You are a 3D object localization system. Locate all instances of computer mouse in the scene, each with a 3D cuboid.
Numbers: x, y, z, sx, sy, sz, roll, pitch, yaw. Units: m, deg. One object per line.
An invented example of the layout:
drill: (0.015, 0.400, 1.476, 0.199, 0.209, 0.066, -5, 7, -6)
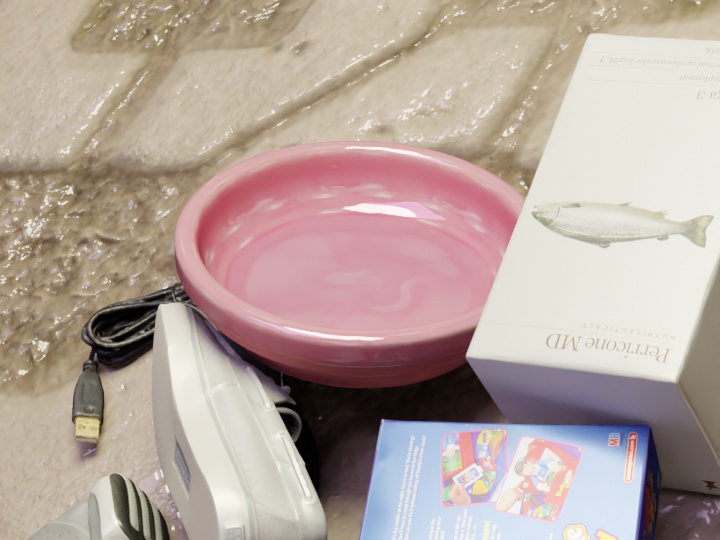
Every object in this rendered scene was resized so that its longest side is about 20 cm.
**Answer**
computer mouse: (-0.102, 0.073, 1.336, 0.140, 0.046, 0.201, -22, 48, 11)

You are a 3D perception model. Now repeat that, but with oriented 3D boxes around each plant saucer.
plant saucer: (0.000, 0.000, 1.285, 0.199, 0.051, 0.201, 2, 32, -1)

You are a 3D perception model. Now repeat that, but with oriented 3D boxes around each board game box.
board game box: (0.061, 0.164, 1.106, 0.133, 0.045, 0.201, 0, 52, 16)

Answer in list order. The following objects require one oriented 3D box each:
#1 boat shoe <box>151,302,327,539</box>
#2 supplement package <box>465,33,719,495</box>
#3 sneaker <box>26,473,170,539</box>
boat shoe: (-0.064, 0.082, 1.234, 0.068, 0.073, 0.200, -2, 26, -17)
supplement package: (0.152, -0.005, 1.203, 0.116, 0.117, 0.201, 6, 60, 30)
sneaker: (-0.152, 0.207, 1.254, 0.115, 0.075, 0.201, -28, 37, 14)
